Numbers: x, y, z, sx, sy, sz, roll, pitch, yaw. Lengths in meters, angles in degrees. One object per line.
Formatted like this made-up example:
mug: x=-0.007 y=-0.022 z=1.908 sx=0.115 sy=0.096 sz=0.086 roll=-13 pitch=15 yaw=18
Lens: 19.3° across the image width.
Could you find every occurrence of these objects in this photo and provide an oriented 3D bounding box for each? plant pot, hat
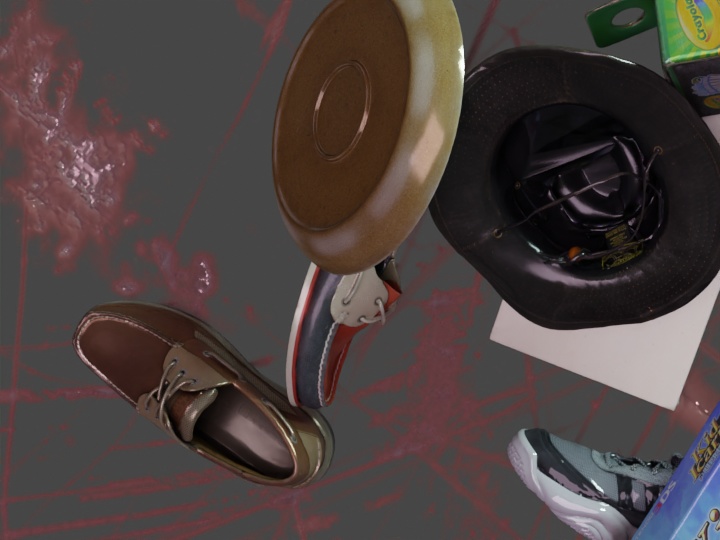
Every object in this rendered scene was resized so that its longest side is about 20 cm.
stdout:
plant pot: x=-0.004 y=-0.098 z=1.332 sx=0.027 sy=0.200 sz=0.202 roll=12 pitch=104 yaw=-31
hat: x=0.140 y=-0.065 z=1.315 sx=0.199 sy=0.081 sz=0.202 roll=7 pitch=122 yaw=11

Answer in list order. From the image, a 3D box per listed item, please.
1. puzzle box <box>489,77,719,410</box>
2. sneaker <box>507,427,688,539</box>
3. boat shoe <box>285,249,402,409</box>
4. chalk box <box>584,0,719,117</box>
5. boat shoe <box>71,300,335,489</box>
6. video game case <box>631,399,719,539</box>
puzzle box: x=0.178 y=-0.026 z=1.370 sx=0.132 sy=0.025 sz=0.202 roll=21 pitch=101 yaw=11
sneaker: x=0.200 y=0.131 z=1.362 sx=0.199 sy=0.075 sz=0.114 roll=31 pitch=102 yaw=2
boat shoe: x=0.000 y=0.000 z=1.396 sx=0.062 sy=0.071 sz=0.202 roll=17 pitch=96 yaw=8
chalk box: x=0.235 y=-0.172 z=1.273 sx=0.198 sy=0.124 sz=0.125 roll=-7 pitch=77 yaw=13
boat shoe: x=-0.109 y=0.083 z=1.428 sx=0.199 sy=0.072 sz=0.076 roll=27 pitch=102 yaw=9
video game case: x=0.288 y=0.142 z=1.304 sx=0.180 sy=0.045 sz=0.201 roll=30 pitch=95 yaw=-18
